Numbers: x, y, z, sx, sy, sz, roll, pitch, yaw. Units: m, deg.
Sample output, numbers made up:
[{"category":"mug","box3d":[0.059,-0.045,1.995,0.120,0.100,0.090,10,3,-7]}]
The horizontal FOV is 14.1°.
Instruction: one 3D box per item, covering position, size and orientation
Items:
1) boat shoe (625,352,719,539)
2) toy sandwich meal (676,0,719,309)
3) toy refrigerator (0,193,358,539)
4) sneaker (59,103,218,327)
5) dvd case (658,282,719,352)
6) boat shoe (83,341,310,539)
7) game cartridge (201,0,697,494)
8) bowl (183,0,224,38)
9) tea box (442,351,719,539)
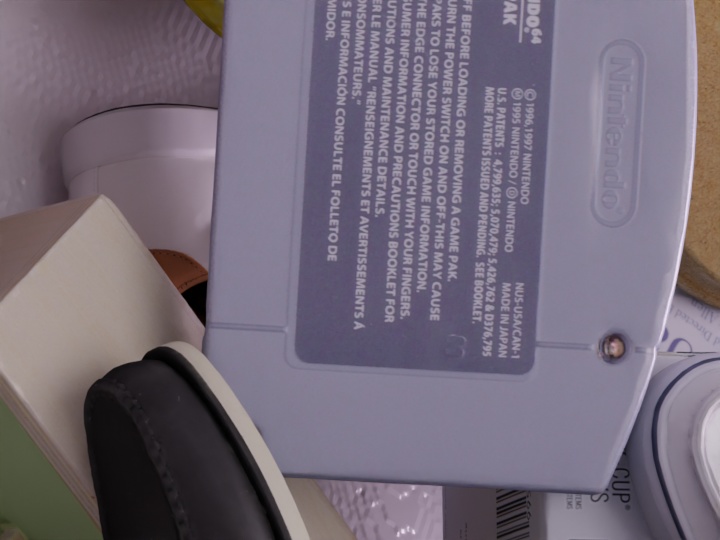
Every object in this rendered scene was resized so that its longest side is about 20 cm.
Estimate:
[{"category":"boat shoe","box3d":[0.156,0.098,0.798,0.200,0.065,0.074,45,75,0]},{"category":"toy sandwich meal","box3d":[0.167,-0.077,0.983,0.204,0.070,0.206,-6,120,-11]},{"category":"toy refrigerator","box3d":[-0.059,0.081,0.846,0.200,0.076,0.070,55,52,-20]},{"category":"sneaker","box3d":[0.000,0.000,0.912,0.199,0.073,0.085,1,73,-29]},{"category":"dvd case","box3d":[0.124,-0.024,1.031,0.143,0.018,0.200,36,58,-9]},{"category":"boat shoe","box3d":[-0.041,0.119,0.757,0.063,0.074,0.202,-11,84,-25]},{"category":"game cartridge","box3d":[0.026,-0.040,0.805,0.133,0.041,0.201,4,89,1]},{"category":"bowl","box3d":[0.025,-0.119,0.917,0.108,0.200,0.201,84,26,-60]},{"category":"tea box","box3d":[0.131,0.133,0.890,0.196,0.134,0.201,1,79,-11]}]
